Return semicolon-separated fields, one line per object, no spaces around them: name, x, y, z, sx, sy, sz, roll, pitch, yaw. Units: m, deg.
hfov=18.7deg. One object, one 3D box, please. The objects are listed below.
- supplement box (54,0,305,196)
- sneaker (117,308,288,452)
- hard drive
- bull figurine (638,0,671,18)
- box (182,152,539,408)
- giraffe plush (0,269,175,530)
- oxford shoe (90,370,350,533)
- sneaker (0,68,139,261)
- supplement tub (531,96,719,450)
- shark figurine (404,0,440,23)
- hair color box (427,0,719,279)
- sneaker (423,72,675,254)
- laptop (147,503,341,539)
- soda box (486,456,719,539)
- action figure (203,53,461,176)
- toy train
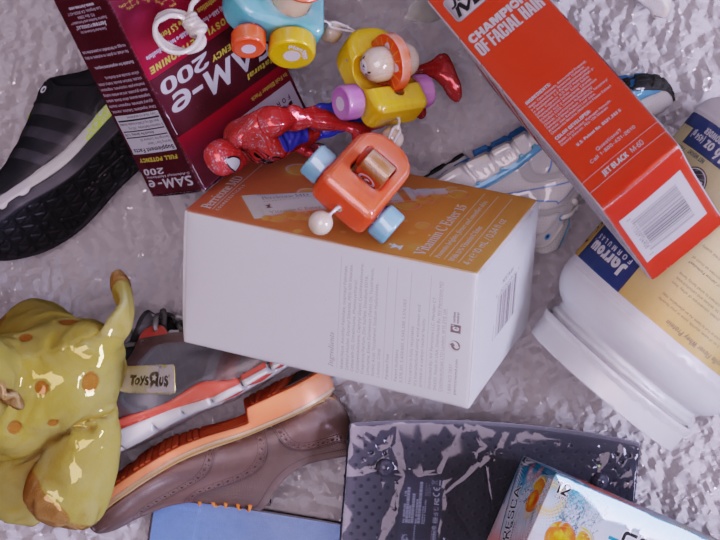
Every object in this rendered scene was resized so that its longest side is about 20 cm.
supplement box;-0.126;-0.161;1.416;0.109;0.061;0.200;-40;114;-35
sneaker;-0.117;0.057;1.492;0.200;0.077;0.082;-26;85;5
hard drive;0.084;0.167;1.487;0.199;0.042;0.135;4;94;-6
bull figurine;0.239;-0.262;1.449;0.121;0.065;0.201;9;97;-1
box;0.000;0.000;1.417;0.199;0.124;0.098;12;118;18
giraffe plush;-0.241;0.081;1.417;0.200;0.162;0.173;-29;64;46
oxford shoe;-0.098;0.141;1.498;0.200;0.071;0.073;-27;97;5
sneaker;-0.201;-0.087;1.502;0.200;0.072;0.083;-37;61;7
supplement tub;0.220;0.003;1.427;0.144;0.144;0.200;40;95;0
shark figurine;0.023;-0.194;1.430;0.214;0.128;0.090;24;52;-3
hair color box;0.133;-0.100;1.359;0.064;0.111;0.200;-40;58;4
sneaker;0.129;-0.062;1.473;0.200;0.075;0.087;-29;98;14
laptop;-0.072;0.274;1.484;0.187;0.200;0.116;9;128;4
soda box;0.187;0.193;1.450;0.200;0.064;0.069;25;88;-18
action figure;-0.021;-0.095;1.420;0.200;0.065;0.052;-17;92;-38
toy train;-0.025;-0.120;1.354;0.200;0.150;0.056;44;140;3
